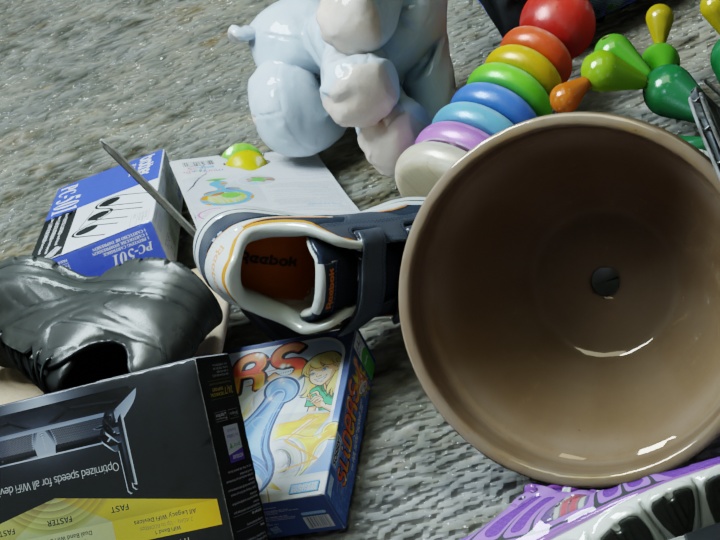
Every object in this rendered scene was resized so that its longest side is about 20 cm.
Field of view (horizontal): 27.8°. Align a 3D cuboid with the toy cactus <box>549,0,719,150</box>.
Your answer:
[{"bbox_3d":[0.214,-0.097,0.940,0.165,0.103,0.200,36,65,29],"label":"toy cactus"}]

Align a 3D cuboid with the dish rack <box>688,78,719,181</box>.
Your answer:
[{"bbox_3d":[0.248,-0.021,0.738,0.055,0.200,0.154,-42,32,25],"label":"dish rack"}]

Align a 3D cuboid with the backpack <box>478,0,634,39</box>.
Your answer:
[{"bbox_3d":[0.171,-0.282,1.114,0.199,0.147,0.183,-23,41,0],"label":"backpack"}]

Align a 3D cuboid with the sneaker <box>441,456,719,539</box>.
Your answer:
[{"bbox_3d":[0.116,0.129,0.732,0.199,0.081,0.084,-20,32,10],"label":"sneaker"}]

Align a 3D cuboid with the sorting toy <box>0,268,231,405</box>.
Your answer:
[{"bbox_3d":[-0.170,0.077,0.940,0.184,0.037,0.200,-14,34,17],"label":"sorting toy"}]

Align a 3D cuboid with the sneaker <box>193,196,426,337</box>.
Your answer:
[{"bbox_3d":[0.000,0.000,0.898,0.199,0.079,0.079,-2,18,-14],"label":"sneaker"}]

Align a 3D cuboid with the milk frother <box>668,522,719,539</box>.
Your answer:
[{"bbox_3d":[0.135,0.164,0.580,0.187,0.200,0.181,-21,42,8],"label":"milk frother"}]

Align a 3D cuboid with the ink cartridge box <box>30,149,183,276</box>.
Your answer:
[{"bbox_3d":[-0.182,-0.030,1.062,0.094,0.044,0.200,-21,19,2],"label":"ink cartridge box"}]

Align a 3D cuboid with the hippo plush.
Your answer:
[{"bbox_3d":[-0.025,-0.162,1.052,0.160,0.159,0.201,-4,85,32],"label":"hippo plush"}]

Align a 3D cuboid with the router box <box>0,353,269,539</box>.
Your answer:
[{"bbox_3d":[-0.154,0.145,0.814,0.199,0.158,0.052,-13,-4,16],"label":"router box"}]

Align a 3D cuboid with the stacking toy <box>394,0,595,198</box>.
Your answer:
[{"bbox_3d":[0.106,-0.118,1.002,0.085,0.086,0.200,11,56,39],"label":"stacking toy"}]

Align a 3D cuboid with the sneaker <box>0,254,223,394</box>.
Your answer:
[{"bbox_3d":[-0.185,0.043,0.902,0.199,0.076,0.091,-6,43,31],"label":"sneaker"}]

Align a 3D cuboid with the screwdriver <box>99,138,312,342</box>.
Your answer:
[{"bbox_3d":[-0.094,-0.017,0.924,0.029,0.200,0.028,-47,27,-18],"label":"screwdriver"}]

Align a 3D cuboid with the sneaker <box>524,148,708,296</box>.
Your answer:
[{"bbox_3d":[0.162,-0.035,0.875,0.199,0.081,0.077,-12,42,10],"label":"sneaker"}]

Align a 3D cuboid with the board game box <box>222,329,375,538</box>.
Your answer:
[{"bbox_3d":[-0.096,0.110,0.910,0.199,0.035,0.136,-12,40,20],"label":"board game box"}]

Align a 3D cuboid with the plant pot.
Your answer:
[{"bbox_3d":[0.129,0.012,0.808,0.200,0.202,0.093,-9,3,21],"label":"plant pot"}]

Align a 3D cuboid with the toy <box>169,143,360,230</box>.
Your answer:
[{"bbox_3d":[-0.068,-0.039,1.044,0.114,0.047,0.200,-6,26,-12],"label":"toy"}]
